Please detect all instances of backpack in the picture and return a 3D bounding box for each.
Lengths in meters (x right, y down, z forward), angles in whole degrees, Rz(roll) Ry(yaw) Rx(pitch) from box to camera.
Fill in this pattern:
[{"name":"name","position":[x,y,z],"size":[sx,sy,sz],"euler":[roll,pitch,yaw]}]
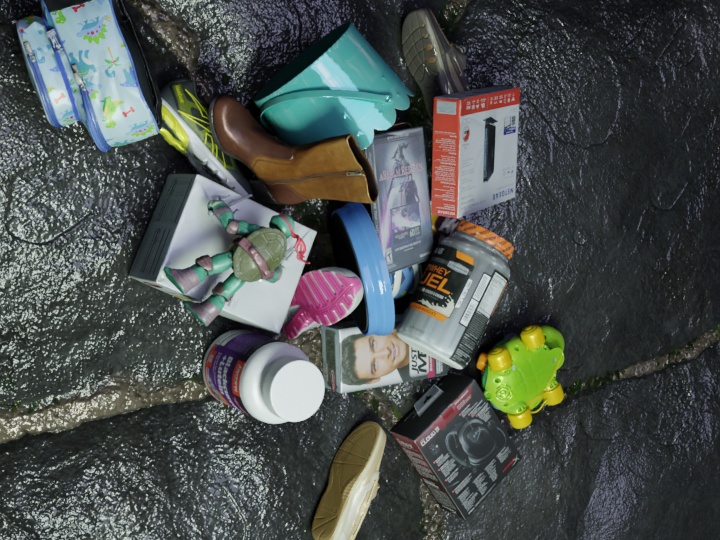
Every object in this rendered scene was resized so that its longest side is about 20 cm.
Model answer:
[{"name":"backpack","position":[-0.334,-0.250,1.358],"size":[0.146,0.183,0.201],"euler":[-22,104,-4]}]

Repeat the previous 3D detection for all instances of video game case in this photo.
[{"name":"video game case","position":[0.059,-0.105,1.603],"size":[0.142,0.019,0.202],"euler":[-19,107,-54]}]

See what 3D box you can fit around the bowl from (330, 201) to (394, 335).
[{"name":"bowl","position":[0.000,0.000,1.583],"size":[0.039,0.201,0.202],"euler":[-15,104,-11]}]

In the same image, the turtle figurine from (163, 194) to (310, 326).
[{"name":"turtle figurine","position":[-0.151,-0.025,1.415],"size":[0.200,0.100,0.150],"euler":[-40,113,-16]}]

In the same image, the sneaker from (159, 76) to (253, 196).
[{"name":"sneaker","position":[-0.207,-0.182,1.502],"size":[0.085,0.074,0.200],"euler":[-51,118,-17]}]

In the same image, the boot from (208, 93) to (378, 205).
[{"name":"boot","position":[-0.091,-0.159,1.434],"size":[0.069,0.199,0.189],"euler":[-49,126,-35]}]

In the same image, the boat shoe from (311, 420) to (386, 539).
[{"name":"boat shoe","position":[-0.008,0.334,1.689],"size":[0.069,0.073,0.201],"euler":[34,78,-42]}]

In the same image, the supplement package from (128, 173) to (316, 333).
[{"name":"supplement package","position":[-0.190,-0.023,1.508],"size":[0.199,0.111,0.157],"euler":[25,81,-30]}]

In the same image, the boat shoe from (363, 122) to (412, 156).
[{"name":"boat shoe","position":[0.005,-0.174,1.612],"size":[0.200,0.072,0.073],"euler":[-33,150,-45]}]

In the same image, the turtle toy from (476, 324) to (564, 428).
[{"name":"turtle toy","position":[0.273,0.161,1.820],"size":[0.199,0.101,0.147],"euler":[-30,109,-26]}]

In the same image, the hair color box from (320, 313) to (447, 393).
[{"name":"hair color box","position":[0.038,0.124,1.695],"size":[0.199,0.060,0.100],"euler":[-6,98,-31]}]

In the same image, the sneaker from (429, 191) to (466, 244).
[{"name":"sneaker","position":[0.158,-0.057,1.732],"size":[0.200,0.090,0.075],"euler":[41,74,-29]}]

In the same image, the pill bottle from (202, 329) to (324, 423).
[{"name":"pill bottle","position":[-0.132,0.149,1.509],"size":[0.111,0.199,0.113],"euler":[-3,97,-31]}]

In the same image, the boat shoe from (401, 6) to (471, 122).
[{"name":"boat shoe","position":[0.124,-0.321,1.702],"size":[0.073,0.074,0.201],"euler":[-39,123,-33]}]

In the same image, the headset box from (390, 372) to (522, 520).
[{"name":"headset box","position":[0.153,0.277,1.774],"size":[0.149,0.077,0.201],"euler":[-43,114,-21]}]

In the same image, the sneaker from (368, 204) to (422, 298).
[{"name":"sneaker","position":[0.038,-0.048,1.670],"size":[0.082,0.074,0.202],"euler":[-20,104,-26]}]

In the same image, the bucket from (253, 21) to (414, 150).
[{"name":"bucket","position":[-0.043,-0.240,1.528],"size":[0.207,0.207,0.135],"euler":[-46,108,-19]}]

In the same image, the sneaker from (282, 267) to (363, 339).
[{"name":"sneaker","position":[-0.048,0.034,1.560],"size":[0.088,0.200,0.082],"euler":[-25,92,-34]}]

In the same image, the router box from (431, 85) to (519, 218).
[{"name":"router box","position":[0.182,-0.189,1.701],"size":[0.199,0.049,0.181],"euler":[-22,117,-53]}]

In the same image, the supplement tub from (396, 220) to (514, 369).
[{"name":"supplement tub","position":[0.147,0.035,1.640],"size":[0.122,0.122,0.201],"euler":[31,82,-30]}]
